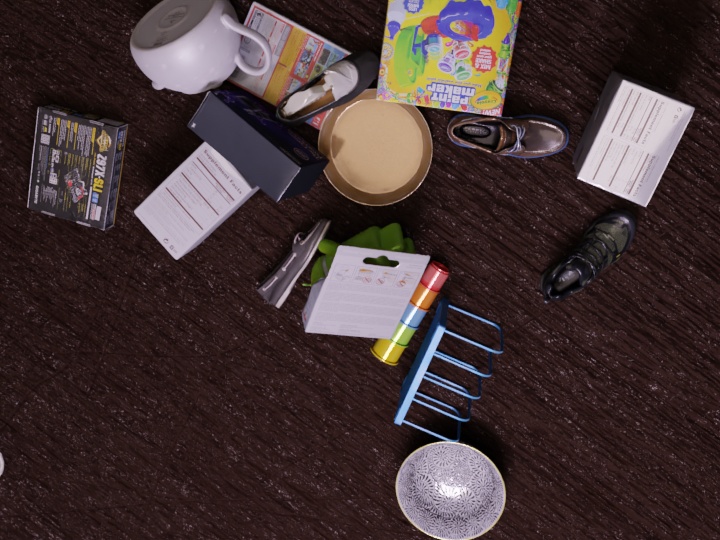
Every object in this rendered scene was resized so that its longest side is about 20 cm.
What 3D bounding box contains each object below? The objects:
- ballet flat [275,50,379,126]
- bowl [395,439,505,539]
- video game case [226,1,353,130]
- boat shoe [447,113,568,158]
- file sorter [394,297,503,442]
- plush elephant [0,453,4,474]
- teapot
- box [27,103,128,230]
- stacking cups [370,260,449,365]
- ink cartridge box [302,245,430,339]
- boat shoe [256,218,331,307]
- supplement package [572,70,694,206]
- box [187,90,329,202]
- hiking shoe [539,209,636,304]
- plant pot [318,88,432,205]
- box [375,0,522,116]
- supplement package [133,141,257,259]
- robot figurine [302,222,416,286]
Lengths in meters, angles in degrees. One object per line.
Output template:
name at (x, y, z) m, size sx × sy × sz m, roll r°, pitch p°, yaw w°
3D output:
ballet flat at (-0.057, -0.299, 1.416) m, size 0.200 × 0.068 × 0.068 m, roll -31°, pitch 89°, yaw 17°
bowl at (0.170, 0.387, 1.576) m, size 0.200 × 0.094 × 0.201 m, roll 3°, pitch 107°, yaw 10°
video game case at (-0.123, -0.351, 1.462) m, size 0.200 × 0.017 × 0.143 m, roll 29°, pitch 109°, yaw 3°
boat shoe at (0.241, -0.217, 1.396) m, size 0.199 × 0.072 × 0.073 m, roll 3°, pitch 107°, yaw 11°
file sorter at (0.157, 0.179, 1.497) m, size 0.122 × 0.139 × 0.201 m, roll 23°, pitch 109°, yaw 1°
plush elephant at (-0.836, 0.397, 1.765) m, size 0.164 × 0.200 × 0.155 m, roll 19°, pitch 132°, yaw 7°
teapot at (-0.271, -0.366, 1.420) m, size 0.197 × 0.200 × 0.146 m, roll -36°, pitch 133°, yaw -2°
box at (-0.525, -0.191, 1.576) m, size 0.159 × 0.049 × 0.201 m, roll 15°, pitch 108°, yaw 5°
stacking cups at (0.088, 0.072, 1.522) m, size 0.060 × 0.061 × 0.200 m, roll 29°, pitch 108°, yaw 2°
ink cartridge box at (0.004, 0.028, 1.402) m, size 0.162 × 0.050 × 0.200 m, roll 6°, pitch 130°, yaw -20°
boat shoe at (-0.123, -0.020, 1.533) m, size 0.057 × 0.067 × 0.200 m, roll 32°, pitch 113°, yaw -4°
supplement package at (0.408, -0.206, 1.297) m, size 0.111 × 0.200 × 0.156 m, roll 23°, pitch 110°, yaw 5°
box at (-0.168, -0.213, 1.432) m, size 0.200 × 0.141 × 0.079 m, roll 40°, pitch 113°, yaw 6°
hiking shoe at (0.383, -0.014, 1.411) m, size 0.076 × 0.101 × 0.200 m, roll 41°, pitch 110°, yaw -3°
plant pot at (0.026, -0.212, 1.467) m, size 0.199 × 0.027 × 0.201 m, roll 3°, pitch 107°, yaw 10°
box at (0.134, -0.357, 1.338) m, size 0.199 × 0.122 × 0.193 m, roll 7°, pitch 108°, yaw -1°
supplement package at (-0.277, -0.135, 1.504) m, size 0.200 × 0.117 × 0.117 m, roll -39°, pitch 95°, yaw 19°
robot figurine at (0.000, 0.000, 1.486) m, size 0.200 × 0.116 × 0.176 m, roll -29°, pitch 130°, yaw 17°
